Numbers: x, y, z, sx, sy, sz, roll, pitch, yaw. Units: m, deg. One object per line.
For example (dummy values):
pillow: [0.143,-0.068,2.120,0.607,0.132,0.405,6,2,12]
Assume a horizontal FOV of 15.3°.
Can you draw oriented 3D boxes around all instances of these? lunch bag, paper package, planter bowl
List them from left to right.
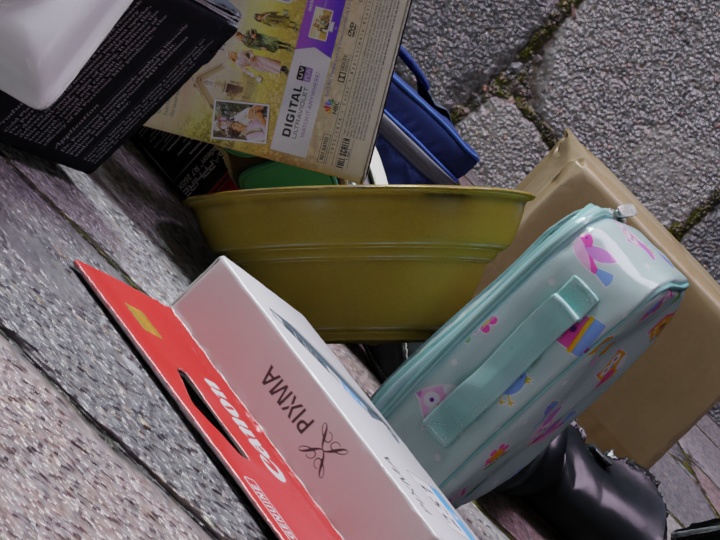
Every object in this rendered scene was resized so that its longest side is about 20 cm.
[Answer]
lunch bag: [-0.014,-0.121,2.009,0.200,0.132,0.136,42,1,-38]
planter bowl: [0.000,0.000,1.507,0.200,0.199,0.084,9,80,-78]
lunch bag: [0.090,0.046,1.476,0.077,0.200,0.160,47,9,13]
paper package: [0.152,0.041,1.901,0.200,0.191,0.104,44,10,-10]

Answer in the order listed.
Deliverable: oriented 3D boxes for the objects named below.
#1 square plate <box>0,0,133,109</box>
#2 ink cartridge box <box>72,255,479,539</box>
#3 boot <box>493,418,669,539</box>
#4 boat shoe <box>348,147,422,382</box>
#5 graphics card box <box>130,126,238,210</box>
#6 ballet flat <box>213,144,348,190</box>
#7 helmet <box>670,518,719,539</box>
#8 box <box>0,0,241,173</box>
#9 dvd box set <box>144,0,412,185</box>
square plate: [-0.169,-0.196,1.207,0.199,0.198,0.028,31,-26,8]
ink cartridge box: [-0.029,0.073,1.269,0.200,0.045,0.176,51,7,32]
boot: [0.139,0.138,1.745,0.168,0.076,0.200,41,2,-14]
boat shoe: [-0.006,-0.004,1.720,0.066,0.075,0.200,-1,63,-29]
graphics card box: [-0.125,-0.120,1.693,0.200,0.051,0.125,48,16,16]
ballet flat: [-0.056,-0.088,1.561,0.200,0.067,0.063,52,29,-61]
helmet: [0.263,0.229,1.509,0.200,0.199,0.192,11,69,-78]
box: [-0.191,-0.169,1.331,0.200,0.124,0.197,49,8,16]
dvd box set: [-0.075,-0.141,1.448,0.199,0.147,0.029,14,5,2]
